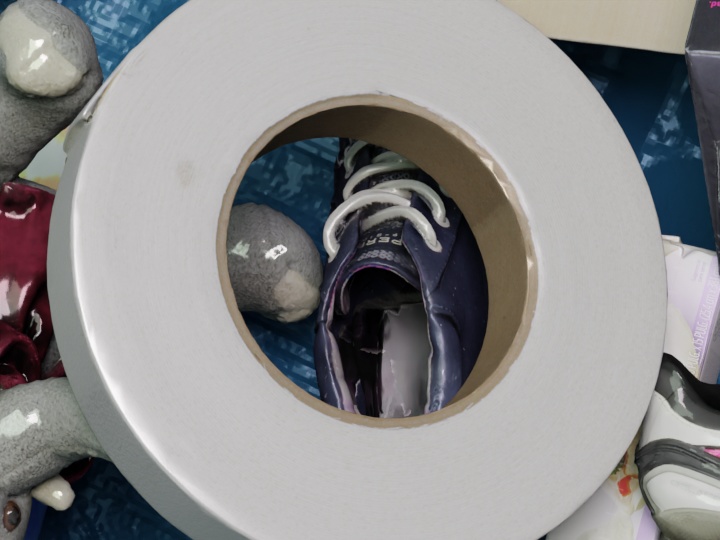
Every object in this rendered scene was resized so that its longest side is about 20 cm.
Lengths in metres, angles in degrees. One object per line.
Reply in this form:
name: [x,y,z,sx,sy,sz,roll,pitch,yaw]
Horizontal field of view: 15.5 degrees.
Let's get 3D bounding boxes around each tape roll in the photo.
tape roll: [0.000,0.000,0.833,0.202,0.037,0.204,5,74,-18]

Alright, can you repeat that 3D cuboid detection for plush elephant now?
plush elephant: [-0.123,0.037,0.871,0.199,0.165,0.155,-27,41,14]

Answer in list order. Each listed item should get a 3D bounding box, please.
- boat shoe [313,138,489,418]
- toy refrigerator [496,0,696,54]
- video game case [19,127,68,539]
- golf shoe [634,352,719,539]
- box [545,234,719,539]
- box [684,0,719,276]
boat shoe: [0.020,-0.021,0.919,0.074,0.093,0.201,-10,77,16]
toy refrigerator: [0.093,-0.179,0.873,0.075,0.070,0.201,7,107,5]
video game case: [-0.191,0.019,1.003,0.180,0.045,0.201,15,85,19]
golf shoe: [0.187,0.049,0.844,0.199,0.073,0.093,-13,101,6]
box: [0.087,0.088,0.905,0.038,0.041,0.201,14,86,18]
box: [0.213,-0.061,0.831,0.199,0.132,0.115,9,58,19]
